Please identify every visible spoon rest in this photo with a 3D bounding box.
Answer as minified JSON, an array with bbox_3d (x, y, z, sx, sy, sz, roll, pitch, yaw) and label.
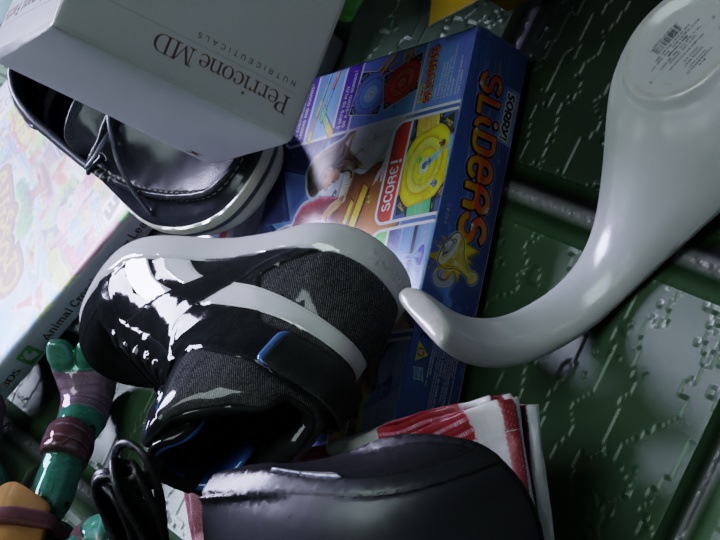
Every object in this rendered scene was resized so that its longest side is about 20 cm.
[{"bbox_3d":[0.106,-0.038,0.806,0.200,0.061,0.099,-45,38,4],"label":"spoon rest"}]

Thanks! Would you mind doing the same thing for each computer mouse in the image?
[{"bbox_3d":[-0.020,0.134,0.774,0.199,0.046,0.142,-4,105,33],"label":"computer mouse"}]

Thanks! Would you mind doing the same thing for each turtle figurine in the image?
[{"bbox_3d":[-0.172,0.123,0.999,0.201,0.148,0.101,-91,5,-50],"label":"turtle figurine"}]

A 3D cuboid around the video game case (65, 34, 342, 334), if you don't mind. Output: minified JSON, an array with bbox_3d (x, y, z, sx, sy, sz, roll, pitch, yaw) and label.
[{"bbox_3d":[-0.103,-0.047,1.099,0.199,0.023,0.184,13,79,54],"label":"video game case"}]

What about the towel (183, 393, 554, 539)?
[{"bbox_3d":[0.000,0.137,0.817,0.199,0.023,0.145,-20,71,45],"label":"towel"}]

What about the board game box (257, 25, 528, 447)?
[{"bbox_3d":[0.000,0.000,0.923,0.135,0.034,0.202,-10,61,50],"label":"board game box"}]

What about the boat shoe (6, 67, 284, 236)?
[{"bbox_3d":[-0.112,-0.071,1.023,0.199,0.062,0.075,29,85,46],"label":"boat shoe"}]

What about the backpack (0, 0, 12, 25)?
[{"bbox_3d":[-0.115,-0.204,1.074,0.200,0.175,0.154,-20,97,56],"label":"backpack"}]

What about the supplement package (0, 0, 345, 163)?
[{"bbox_3d":[-0.063,-0.164,0.907,0.117,0.116,0.202,-5,63,67],"label":"supplement package"}]

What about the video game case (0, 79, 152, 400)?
[{"bbox_3d":[-0.179,-0.043,1.154,0.182,0.022,0.201,-47,39,23],"label":"video game case"}]

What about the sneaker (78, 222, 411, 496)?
[{"bbox_3d":[-0.076,0.044,0.874,0.199,0.073,0.112,-14,37,47],"label":"sneaker"}]

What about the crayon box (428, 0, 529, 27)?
[{"bbox_3d":[0.096,-0.203,0.914,0.125,0.051,0.202,-22,51,44],"label":"crayon box"}]

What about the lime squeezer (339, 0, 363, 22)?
[{"bbox_3d":[0.045,-0.202,0.916,0.071,0.037,0.201,164,129,-86],"label":"lime squeezer"}]
